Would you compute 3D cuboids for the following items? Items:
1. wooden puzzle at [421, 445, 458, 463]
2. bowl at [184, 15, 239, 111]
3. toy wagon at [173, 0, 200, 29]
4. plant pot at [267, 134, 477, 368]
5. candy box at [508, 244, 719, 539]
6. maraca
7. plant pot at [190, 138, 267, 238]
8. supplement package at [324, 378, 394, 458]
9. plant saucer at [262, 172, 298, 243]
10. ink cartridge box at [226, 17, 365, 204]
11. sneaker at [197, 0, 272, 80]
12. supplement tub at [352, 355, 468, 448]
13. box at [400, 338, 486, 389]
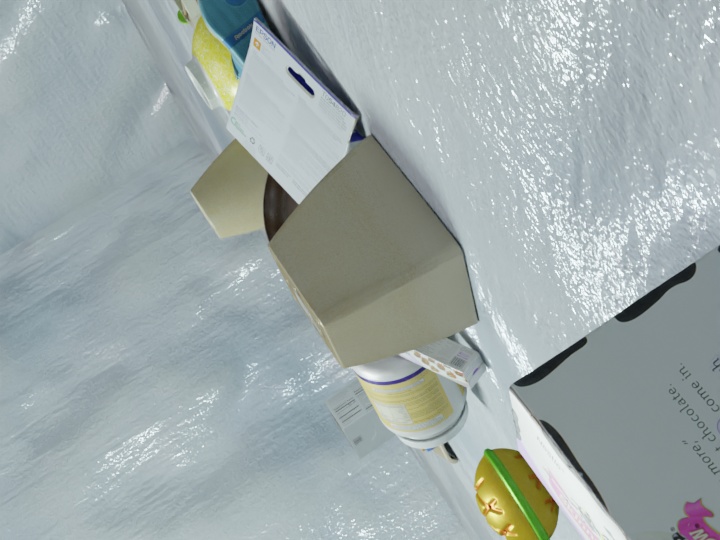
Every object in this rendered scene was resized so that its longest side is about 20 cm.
[{"bbox_3d":[0.132,0.344,2.683,0.200,0.046,0.185,58,173,-2],"label":"wooden puzzle"},{"bbox_3d":[-0.205,-0.309,1.856,0.200,0.107,0.200,56,174,9],"label":"bowl"},{"bbox_3d":[-0.343,-0.527,2.149,0.200,0.039,0.155,58,173,3],"label":"toy wagon"},{"bbox_3d":[0.006,-0.002,1.452,0.200,0.177,0.200,54,172,29],"label":"plant pot"},{"bbox_3d":[0.177,0.059,0.393,0.168,0.200,0.072,54,173,26],"label":"candy box"},{"bbox_3d":[0.228,0.334,1.679,0.200,0.107,0.137,58,-179,-6],"label":"maraca"},{"bbox_3d":[-0.169,-0.143,1.966,0.188,0.200,0.187,56,174,9],"label":"plant pot"},{"bbox_3d":[0.012,0.405,3.366,0.111,0.155,0.200,53,173,36],"label":"supplement package"},{"bbox_3d":[-0.065,-0.102,1.647,0.032,0.201,0.200,9,-150,-40],"label":"plant saucer"},{"bbox_3d":[-0.080,-0.192,1.527,0.200,0.041,0.200,47,143,18],"label":"ink cartridge box"},{"bbox_3d":[-0.165,-0.320,1.643,0.200,0.079,0.131,59,172,-10],"label":"sneaker"},{"bbox_3d":[0.077,0.160,1.815,0.145,0.145,0.200,49,169,49],"label":"supplement tub"},{"bbox_3d":[0.087,0.107,1.677,0.200,0.041,0.039,22,151,42],"label":"box"}]
